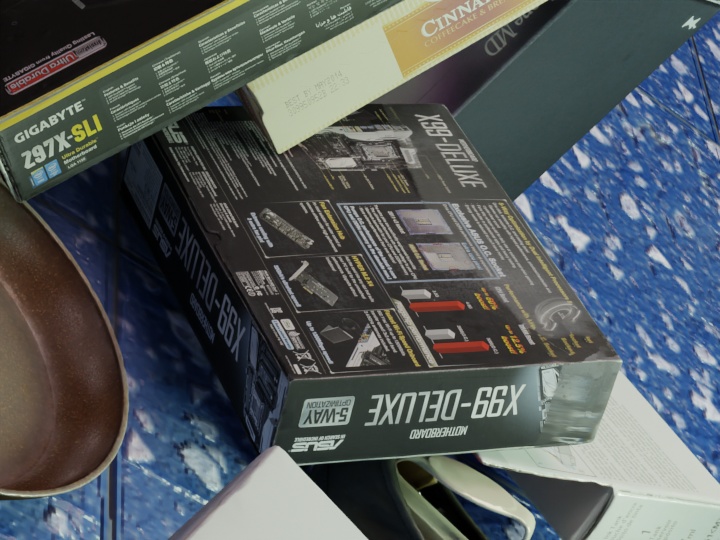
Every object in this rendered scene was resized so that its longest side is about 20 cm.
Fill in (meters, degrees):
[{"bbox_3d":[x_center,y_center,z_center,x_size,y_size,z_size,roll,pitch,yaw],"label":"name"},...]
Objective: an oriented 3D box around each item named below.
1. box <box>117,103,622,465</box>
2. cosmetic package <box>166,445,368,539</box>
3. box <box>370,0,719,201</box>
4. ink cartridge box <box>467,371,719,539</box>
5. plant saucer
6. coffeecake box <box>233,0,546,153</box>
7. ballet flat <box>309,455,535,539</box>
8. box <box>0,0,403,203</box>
[{"bbox_3d":[0.000,0.000,1.227,0.157,0.050,0.200,-3,38,-26],"label":"box"},{"bbox_3d":[-0.032,0.198,0.926,0.199,0.123,0.200,47,25,0],"label":"cosmetic package"},{"bbox_3d":[0.042,-0.154,1.440,0.123,0.200,0.199,6,47,-54],"label":"box"},{"bbox_3d":[0.060,0.054,1.306,0.173,0.044,0.200,12,28,-41],"label":"ink cartridge box"},{"bbox_3d":[-0.176,0.013,1.077,0.200,0.032,0.200,34,29,-22],"label":"plant saucer"},{"bbox_3d":[-0.021,-0.167,1.292,0.200,0.153,0.073,56,-7,46],"label":"coffeecake box"},{"bbox_3d":[0.061,0.142,1.203,0.200,0.068,0.068,45,25,-3],"label":"ballet flat"},{"bbox_3d":[-0.095,-0.130,1.191,0.160,0.200,0.049,50,-17,46],"label":"box"}]
